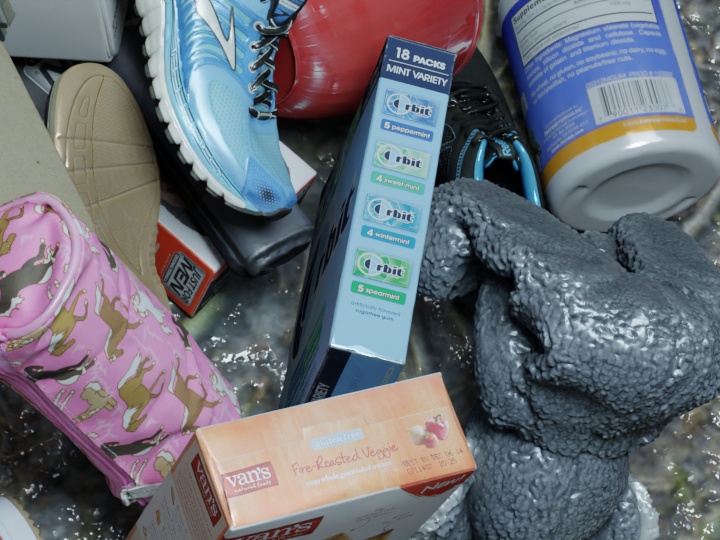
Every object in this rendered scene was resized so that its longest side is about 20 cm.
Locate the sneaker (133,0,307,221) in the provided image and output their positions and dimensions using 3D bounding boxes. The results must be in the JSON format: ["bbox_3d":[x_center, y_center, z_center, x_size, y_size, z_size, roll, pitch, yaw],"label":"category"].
[{"bbox_3d":[-0.068,-0.125,1.269,0.090,0.078,0.200,-17,88,12],"label":"sneaker"}]

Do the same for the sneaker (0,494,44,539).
[{"bbox_3d":[-0.184,0.215,1.193,0.112,0.071,0.200,-19,62,-31],"label":"sneaker"}]

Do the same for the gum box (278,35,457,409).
[{"bbox_3d":[0.000,0.000,1.316,0.045,0.170,0.200,14,58,-7],"label":"gum box"}]

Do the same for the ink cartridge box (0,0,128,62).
[{"bbox_3d":[-0.228,-0.200,1.322,0.200,0.084,0.146,3,58,3],"label":"ink cartridge box"}]

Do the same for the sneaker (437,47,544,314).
[{"bbox_3d":[0.076,-0.074,1.437,0.073,0.082,0.200,-7,64,-20],"label":"sneaker"}]

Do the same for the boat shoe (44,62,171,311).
[{"bbox_3d":[-0.147,-0.011,1.300,0.072,0.065,0.200,-11,90,-42],"label":"boat shoe"}]

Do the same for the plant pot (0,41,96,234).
[{"bbox_3d":[-0.259,-0.020,1.239,0.177,0.200,0.200,-14,67,-37],"label":"plant pot"}]

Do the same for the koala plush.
[{"bbox_3d":[0.108,0.079,1.311,0.177,0.200,0.184,11,20,-24],"label":"koala plush"}]

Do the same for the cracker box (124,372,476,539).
[{"bbox_3d":[-0.039,0.127,1.214,0.134,0.200,0.058,-12,68,-24],"label":"cracker box"}]

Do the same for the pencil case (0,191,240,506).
[{"bbox_3d":[-0.132,0.043,1.171,0.083,0.200,0.087,-30,52,4],"label":"pencil case"}]

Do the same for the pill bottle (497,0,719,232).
[{"bbox_3d":[0.148,-0.135,1.478,0.112,0.112,0.200,-3,62,-20],"label":"pill bottle"}]

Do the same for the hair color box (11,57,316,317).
[{"bbox_3d":[-0.136,-0.079,1.379,0.200,0.061,0.102,40,56,5],"label":"hair color box"}]

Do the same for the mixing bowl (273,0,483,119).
[{"bbox_3d":[-0.040,-0.164,1.374,0.200,0.200,0.108,43,55,7],"label":"mixing bowl"}]

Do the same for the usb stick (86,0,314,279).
[{"bbox_3d":[-0.098,-0.082,1.337,0.055,0.033,0.200,-29,74,-22],"label":"usb stick"}]
